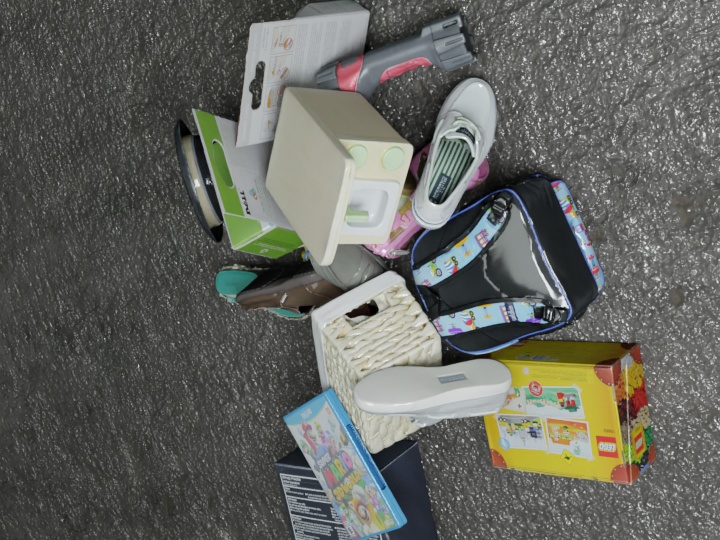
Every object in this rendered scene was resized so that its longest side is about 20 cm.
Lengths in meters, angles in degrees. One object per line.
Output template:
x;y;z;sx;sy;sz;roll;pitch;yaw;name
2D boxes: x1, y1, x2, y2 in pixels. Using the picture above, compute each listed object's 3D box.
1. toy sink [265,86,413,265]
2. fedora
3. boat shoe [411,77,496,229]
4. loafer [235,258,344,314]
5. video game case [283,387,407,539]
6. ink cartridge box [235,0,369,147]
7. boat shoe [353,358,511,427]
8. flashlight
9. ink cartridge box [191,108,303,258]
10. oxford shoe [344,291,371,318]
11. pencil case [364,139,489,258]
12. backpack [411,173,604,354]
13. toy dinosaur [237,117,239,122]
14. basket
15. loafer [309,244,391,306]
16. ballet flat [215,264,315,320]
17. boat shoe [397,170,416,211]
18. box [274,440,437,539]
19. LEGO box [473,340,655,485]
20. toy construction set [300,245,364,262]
-0.018;-0.109;1.232;0.200;0.110;0.132;53;135;50;toy sink
-0.199;-0.139;1.539;0.090;0.201;0.204;-17;98;0;fedora
0.118;-0.143;1.242;0.072;0.203;0.067;20;162;-4;boat shoe
-0.100;0.036;1.493;0.198;0.073;0.072;-12;112;45;loafer
-0.024;0.268;1.450;0.202;0.018;0.143;60;147;5;video game case
-0.082;-0.251;1.351;0.050;0.198;0.164;35;127;37;ink cartridge box
0.086;0.155;1.289;0.072;0.196;0.070;-125;32;-52;boat shoe
0.045;-0.246;1.307;0.197;0.067;0.069;-15;82;21;flashlight
-0.156;-0.107;1.354;0.075;0.199;0.150;-27;71;26;ink cartridge box
-0.005;0.120;1.542;0.075;0.069;0.204;19;124;64;oxford shoe
0.078;-0.096;1.359;0.087;0.082;0.200;52;131;7;pencil case
0.167;0.000;1.284;0.199;0.134;0.185;-27;89;43;backpack
-0.130;-0.177;1.481;0.106;0.060;0.203;38;107;55;toy dinosaur
0.027;0.126;1.397;0.124;0.134;0.202;51;160;36;basket
0.000;0.000;1.405;0.069;0.199;0.071;23;85;33;loafer
-0.132;0.027;1.601;0.197;0.063;0.077;16;99;35;ballet flat
0.012;-0.141;1.353;0.064;0.072;0.202;-57;38;27;boat shoe
-0.001;0.359;1.581;0.197;0.123;0.202;-1;107;39;box
0.250;0.170;1.320;0.197;0.077;0.152;0;107;40;LEGO box
-0.059;-0.077;1.486;0.199;0.091;0.133;-10;100;53;toy construction set
